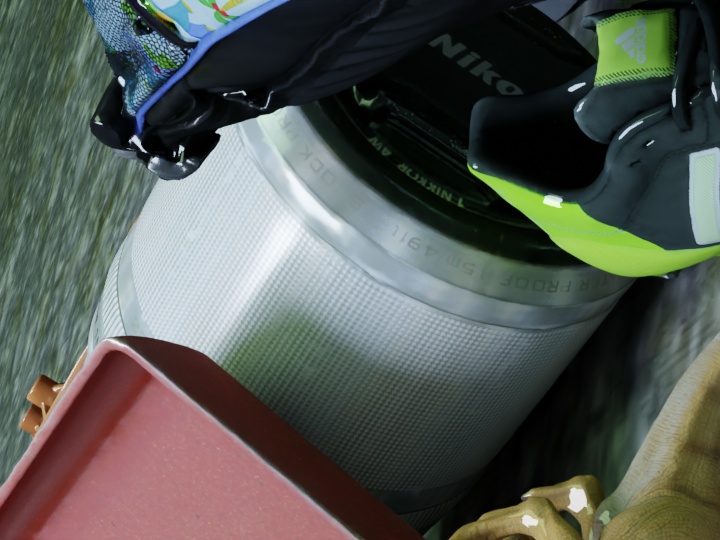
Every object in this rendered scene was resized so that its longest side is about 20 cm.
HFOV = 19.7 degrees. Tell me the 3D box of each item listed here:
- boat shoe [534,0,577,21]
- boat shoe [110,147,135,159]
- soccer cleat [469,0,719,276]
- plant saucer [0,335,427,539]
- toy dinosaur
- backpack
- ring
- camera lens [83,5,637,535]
[{"bbox_3d":[0.070,-0.147,0.851,0.200,0.073,0.066,-15,54,56],"label":"boat shoe"},{"bbox_3d":[-0.054,-0.114,0.879,0.065,0.073,0.200,-24,19,34],"label":"boat shoe"},{"bbox_3d":[0.108,-0.048,0.545,0.200,0.081,0.068,-26,48,49],"label":"soccer cleat"},{"bbox_3d":[-0.035,0.124,0.718,0.037,0.200,0.200,-51,1,-42],"label":"plant saucer"},{"bbox_3d":[0.085,0.078,0.612,0.106,0.060,0.201,3,68,32],"label":"toy dinosaur"},{"bbox_3d":[0.005,-0.131,0.551,0.148,0.182,0.200,64,162,-4],"label":"backpack"},{"bbox_3d":[-0.100,0.002,0.919,0.201,0.019,0.200,-58,4,6],"label":"ring"},{"bbox_3d":[0.000,0.000,0.746,0.161,0.159,0.200,-90,26,-46],"label":"camera lens"}]
